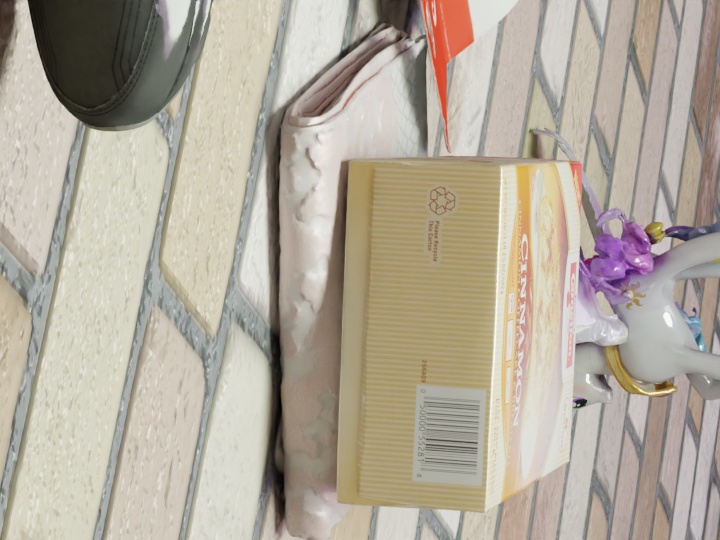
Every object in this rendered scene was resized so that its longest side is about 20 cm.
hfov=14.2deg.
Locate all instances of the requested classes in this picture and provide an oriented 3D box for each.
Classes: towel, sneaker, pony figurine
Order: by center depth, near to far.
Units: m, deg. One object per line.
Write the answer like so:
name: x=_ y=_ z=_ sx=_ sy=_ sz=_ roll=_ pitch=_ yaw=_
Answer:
sneaker: x=-0.097 y=-0.142 z=0.917 sx=0.079 sy=0.075 sz=0.201 roll=-20 pitch=108 yaw=-59
towel: x=0.000 y=0.000 z=1.364 sx=0.191 sy=0.032 sz=0.201 roll=-49 pitch=141 yaw=-65
pony figurine: x=0.165 y=0.014 z=1.748 sx=0.167 sy=0.199 sz=0.194 roll=-46 pitch=124 yaw=-57

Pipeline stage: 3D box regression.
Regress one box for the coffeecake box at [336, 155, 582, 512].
coffeecake box: x=0.050 y=0.024 z=1.355 sx=0.200 sy=0.073 sz=0.154 roll=-12 pitch=104 yaw=-75

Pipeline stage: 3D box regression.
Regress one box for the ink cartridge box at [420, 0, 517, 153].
ink cartridge box: x=0.056 y=-0.185 z=1.425 sx=0.163 sy=0.050 sz=0.201 roll=78 pitch=10 yaw=-46
